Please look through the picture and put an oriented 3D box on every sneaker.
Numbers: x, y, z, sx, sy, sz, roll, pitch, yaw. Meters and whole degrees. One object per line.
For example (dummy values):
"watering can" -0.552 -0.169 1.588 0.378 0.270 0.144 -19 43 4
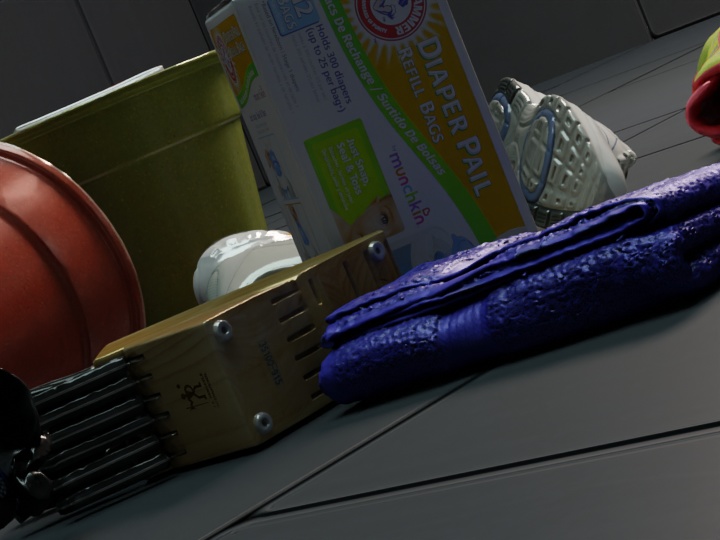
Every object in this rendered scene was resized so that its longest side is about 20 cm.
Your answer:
"sneaker" 0.237 -0.116 1.365 0.090 0.078 0.200 -26 6 -6
"sneaker" 0.000 0.000 1.341 0.199 0.076 0.092 -22 24 -5
"sneaker" 0.133 -0.068 1.327 0.087 0.075 0.200 17 16 -15

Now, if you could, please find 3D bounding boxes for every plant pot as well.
"plant pot" -0.140 -0.029 1.493 0.199 0.191 0.200 -22 5 2
"plant pot" -0.266 0.050 1.319 0.200 0.201 0.195 -19 14 35

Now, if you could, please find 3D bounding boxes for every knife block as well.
"knife block" -0.088 0.056 1.078 0.175 0.064 0.200 -17 8 44

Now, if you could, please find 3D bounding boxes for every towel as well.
"towel" 0.087 -0.003 0.996 0.200 0.050 0.148 -20 7 34

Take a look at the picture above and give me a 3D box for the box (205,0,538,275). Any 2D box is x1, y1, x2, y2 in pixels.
"box" 0.008 -0.069 1.174 0.112 0.201 0.101 -24 5 -11

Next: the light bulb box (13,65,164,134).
"light bulb box" -0.177 -0.037 1.686 0.124 0.201 0.198 -23 5 -9

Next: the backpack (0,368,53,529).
"backpack" -0.269 0.076 0.958 0.200 0.191 0.154 -18 23 46
